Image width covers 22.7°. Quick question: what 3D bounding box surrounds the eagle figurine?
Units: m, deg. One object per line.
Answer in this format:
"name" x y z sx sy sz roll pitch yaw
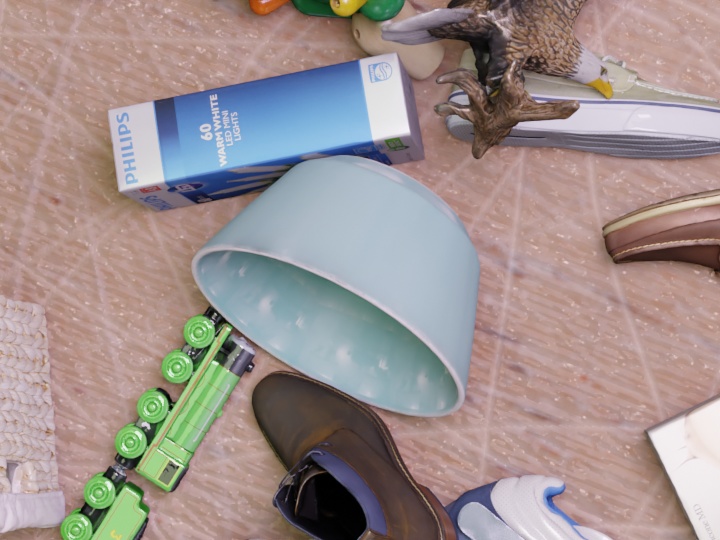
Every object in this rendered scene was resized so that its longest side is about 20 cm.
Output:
"eagle figurine" 0.119 -0.170 1.150 0.150 0.151 0.202 13 68 29

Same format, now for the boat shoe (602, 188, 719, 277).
"boat shoe" 0.261 -0.020 1.186 0.197 0.072 0.068 -6 83 4

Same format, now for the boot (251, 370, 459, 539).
"boot" -0.023 0.124 1.171 0.200 0.097 0.075 41 98 34

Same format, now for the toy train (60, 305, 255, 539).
"toy train" -0.139 0.119 1.246 0.056 0.042 0.201 32 90 -1

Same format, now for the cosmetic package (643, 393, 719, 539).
"cosmetic package" 0.296 0.107 1.171 0.198 0.073 0.104 -27 83 4

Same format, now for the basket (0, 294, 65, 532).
"basket" -0.315 0.101 1.191 0.197 0.198 0.163 -4 83 8

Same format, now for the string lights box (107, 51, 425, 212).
"string lights box" -0.061 -0.093 1.219 0.198 0.103 0.060 -11 83 7

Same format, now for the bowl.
"bowl" 0.000 0.000 1.174 0.199 0.201 0.106 26 70 9

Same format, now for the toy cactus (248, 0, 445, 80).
"toy cactus" -0.008 -0.194 1.212 0.164 0.199 0.103 35 70 -31

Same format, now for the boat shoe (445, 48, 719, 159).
"boat shoe" 0.156 -0.116 1.209 0.197 0.072 0.063 6 81 9

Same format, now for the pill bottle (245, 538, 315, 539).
"pill bottle" -0.096 0.245 1.190 0.198 0.116 0.118 -16 84 6

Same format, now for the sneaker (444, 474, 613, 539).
"sneaker" 0.117 0.236 1.180 0.145 0.081 0.202 -25 77 9
